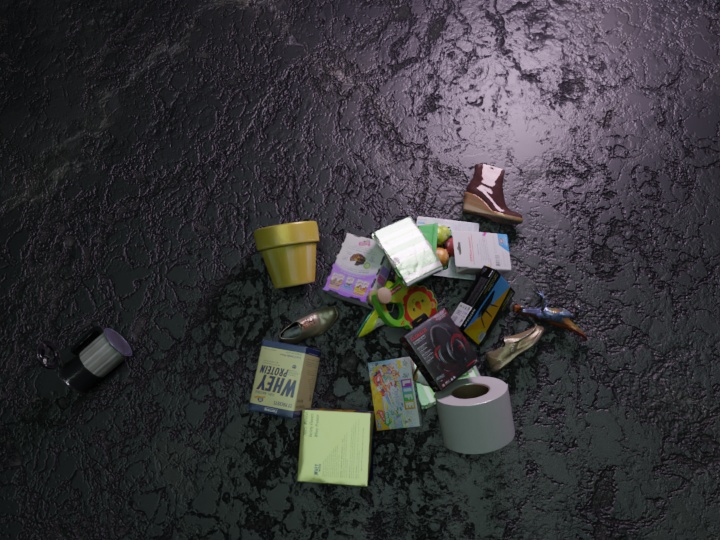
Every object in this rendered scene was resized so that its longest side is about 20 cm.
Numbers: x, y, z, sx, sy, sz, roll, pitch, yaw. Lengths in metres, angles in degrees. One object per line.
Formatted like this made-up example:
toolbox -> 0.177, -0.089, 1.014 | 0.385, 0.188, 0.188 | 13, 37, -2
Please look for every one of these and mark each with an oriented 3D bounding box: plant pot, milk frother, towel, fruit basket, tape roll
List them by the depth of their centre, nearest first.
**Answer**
tape roll -> 0.314, 0.394, 1.516 | 0.202, 0.203, 0.140 | -10, 98, 5
towel -> 0.142, -0.057, 1.642 | 0.152, 0.023, 0.200 | -24, 69, -23
towel -> 0.246, 0.307, 1.649 | 0.199, 0.023, 0.153 | -24, 75, 3
fruit basket -> 0.266, -0.069, 1.721 | 0.199, 0.094, 0.186 | 7, 78, -7
plant pot -> -0.221, -0.046, 1.722 | 0.200, 0.201, 0.190 | -9, 90, 5
milk frother -> -0.870, 0.257, 1.725 | 0.188, 0.200, 0.181 | -42, 71, -4

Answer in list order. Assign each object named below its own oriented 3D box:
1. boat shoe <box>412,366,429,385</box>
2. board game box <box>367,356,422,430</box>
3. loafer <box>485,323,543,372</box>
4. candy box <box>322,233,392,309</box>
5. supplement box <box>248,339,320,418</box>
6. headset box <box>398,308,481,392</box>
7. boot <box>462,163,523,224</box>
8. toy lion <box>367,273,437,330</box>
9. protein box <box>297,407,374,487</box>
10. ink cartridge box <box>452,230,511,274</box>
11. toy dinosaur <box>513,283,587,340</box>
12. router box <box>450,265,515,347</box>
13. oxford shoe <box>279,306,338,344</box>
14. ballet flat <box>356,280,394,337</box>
boat shoe -> 0.219, 0.243, 1.617 | 0.069, 0.071, 0.201 | 24, 73, 2
board game box -> 0.102, 0.365, 1.634 | 0.134, 0.034, 0.201 | -12, 78, 19
loafer -> 0.453, 0.218, 1.621 | 0.200, 0.076, 0.068 | -39, 81, -3
candy box -> 0.000, 0.000, 1.705 | 0.167, 0.072, 0.201 | 16, 76, 32
supplement box -> -0.217, 0.321, 1.621 | 0.134, 0.200, 0.201 | 8, 79, 10
headset box -> 0.215, 0.216, 1.547 | 0.148, 0.075, 0.200 | -31, 81, -16
boot -> 0.432, -0.243, 1.733 | 0.199, 0.072, 0.167 | 18, 82, 15
toy lion -> 0.140, 0.105, 1.647 | 0.200, 0.069, 0.192 | -33, 98, -33
protein box -> -0.066, 0.505, 1.592 | 0.199, 0.135, 0.200 | 1, 78, 7
ink cartridge box -> 0.349, -0.052, 1.657 | 0.199, 0.068, 0.116 | 3, 74, -23
toy dinosaur -> 0.552, 0.135, 1.626 | 0.181, 0.105, 0.201 | -16, 87, 24
router box -> 0.361, 0.107, 1.623 | 0.051, 0.149, 0.200 | 26, 80, 47
oxford shoe -> -0.160, 0.173, 1.713 | 0.199, 0.075, 0.071 | -32, 74, -1
ballet flat -> 0.060, 0.127, 1.703 | 0.067, 0.067, 0.201 | 27, 80, 3
